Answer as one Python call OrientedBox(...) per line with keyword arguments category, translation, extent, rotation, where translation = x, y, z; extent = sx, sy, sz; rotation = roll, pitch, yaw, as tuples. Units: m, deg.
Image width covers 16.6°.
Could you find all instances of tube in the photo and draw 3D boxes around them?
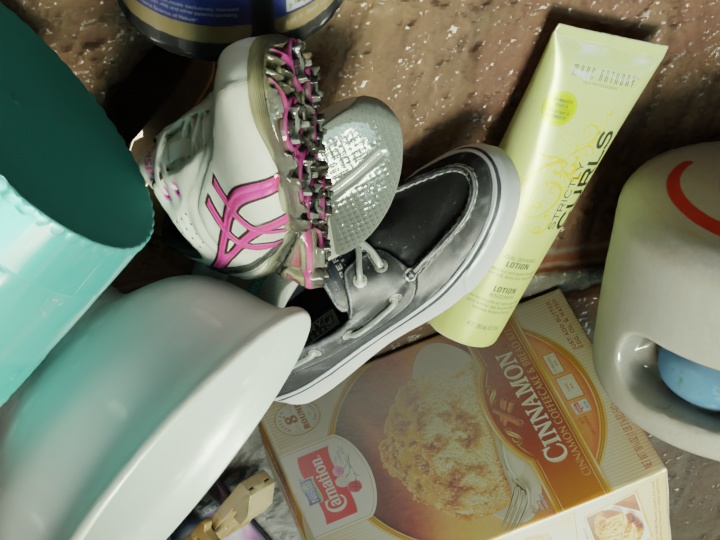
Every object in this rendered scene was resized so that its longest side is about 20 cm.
OrientedBox(category="tube", translation=(0.095, -0.048, 1.366), extent=(0.201, 0.052, 0.058), rotation=(-62, 169, 27))

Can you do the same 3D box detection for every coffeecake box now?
OrientedBox(category="coffeecake box", translation=(0.058, 0.118, 1.433), extent=(0.199, 0.154, 0.073), rotation=(-21, 139, -8))

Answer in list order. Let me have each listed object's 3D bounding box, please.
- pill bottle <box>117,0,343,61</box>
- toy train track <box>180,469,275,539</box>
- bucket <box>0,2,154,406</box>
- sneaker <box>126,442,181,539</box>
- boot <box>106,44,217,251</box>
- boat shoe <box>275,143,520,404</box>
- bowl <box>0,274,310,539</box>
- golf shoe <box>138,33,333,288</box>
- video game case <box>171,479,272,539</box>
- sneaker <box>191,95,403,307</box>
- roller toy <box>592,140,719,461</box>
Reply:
OrientedBox(category="pill bottle", translation=(-0.060, -0.199, 1.075), extent=(0.111, 0.112, 0.201), rotation=(-15, 138, -14))
OrientedBox(category="toy train track", translation=(-0.102, 0.189, 1.457), extent=(0.114, 0.033, 0.200), rotation=(-26, 161, -49))
OrientedBox(category="bucket", translation=(-0.200, -0.036, 1.106), extent=(0.135, 0.208, 0.207), rotation=(-40, 138, 15))
OrientedBox(category="sneaker", translation=(-0.131, 0.182, 1.350), extent=(0.075, 0.085, 0.201), rotation=(-6, 136, -48))
OrientedBox(category="boot", translation=(-0.123, -0.025, 1.244), extent=(0.075, 0.074, 0.200), rotation=(34, 109, -33))
OrientedBox(category="boat shoe", translation=(0.000, 0.000, 1.342), extent=(0.200, 0.072, 0.068), rotation=(-38, 152, 22))
OrientedBox(category="bowl", translation=(-0.121, 0.072, 1.214), extent=(0.201, 0.090, 0.201), rotation=(-50, 170, -12))
OrientedBox(category="golf shoe", translation=(-0.060, -0.045, 1.136), extent=(0.091, 0.073, 0.200), rotation=(3, 155, 2))
OrientedBox(category="video game case", translation=(-0.118, 0.203, 1.531), extent=(0.142, 0.019, 0.200), rotation=(-31, 138, 4))
OrientedBox(category="sneaker", translation=(-0.047, -0.025, 1.287), extent=(0.070, 0.081, 0.201), rotation=(22, 125, -24))
OrientedBox(category="roller toy", translation=(0.225, 0.021, 1.390), extent=(0.181, 0.200, 0.141), rotation=(2, 118, -9))
